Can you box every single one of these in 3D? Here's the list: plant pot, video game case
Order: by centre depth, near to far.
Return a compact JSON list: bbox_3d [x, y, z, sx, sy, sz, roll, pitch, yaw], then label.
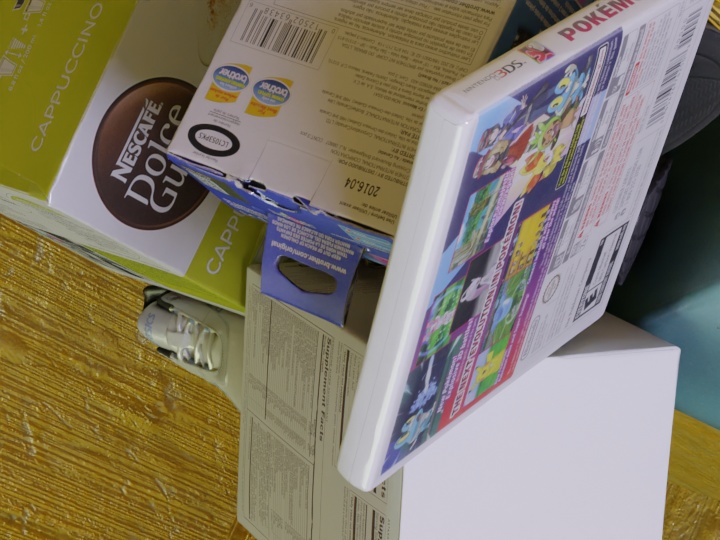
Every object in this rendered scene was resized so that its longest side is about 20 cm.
[{"bbox_3d":[0.070,-0.021,0.860,0.023,0.182,0.200,35,134,23],"label":"video game case"},{"bbox_3d":[0.219,-0.002,1.035,0.141,0.142,0.200,25,167,-4],"label":"plant pot"}]

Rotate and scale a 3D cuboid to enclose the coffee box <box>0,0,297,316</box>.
[{"bbox_3d":[-0.117,-0.106,1.157,0.198,0.200,0.200,30,172,-42],"label":"coffee box"}]

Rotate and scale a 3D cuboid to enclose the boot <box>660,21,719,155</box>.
[{"bbox_3d":[0.073,-0.104,0.997,0.154,0.203,0.074,-94,-19,-53],"label":"boot"}]

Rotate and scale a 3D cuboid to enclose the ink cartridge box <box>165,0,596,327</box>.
[{"bbox_3d":[0.008,-0.079,0.898,0.136,0.201,0.076,21,170,33],"label":"ink cartridge box"}]

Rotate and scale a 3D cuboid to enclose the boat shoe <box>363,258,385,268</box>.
[{"bbox_3d":[0.036,-0.040,1.128,0.061,0.072,0.201,38,-153,21],"label":"boat shoe"}]

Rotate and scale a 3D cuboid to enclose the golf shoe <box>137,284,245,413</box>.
[{"bbox_3d":[-0.084,0.048,1.223,0.097,0.079,0.200,6,-170,-13],"label":"golf shoe"}]

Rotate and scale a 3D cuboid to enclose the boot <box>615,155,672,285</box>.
[{"bbox_3d":[0.089,-0.060,1.071,0.131,0.070,0.200,21,-165,-1],"label":"boot"}]

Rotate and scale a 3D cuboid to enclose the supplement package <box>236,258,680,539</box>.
[{"bbox_3d":[0.043,0.088,1.056,0.151,0.151,0.200,-3,-165,-25],"label":"supplement package"}]
